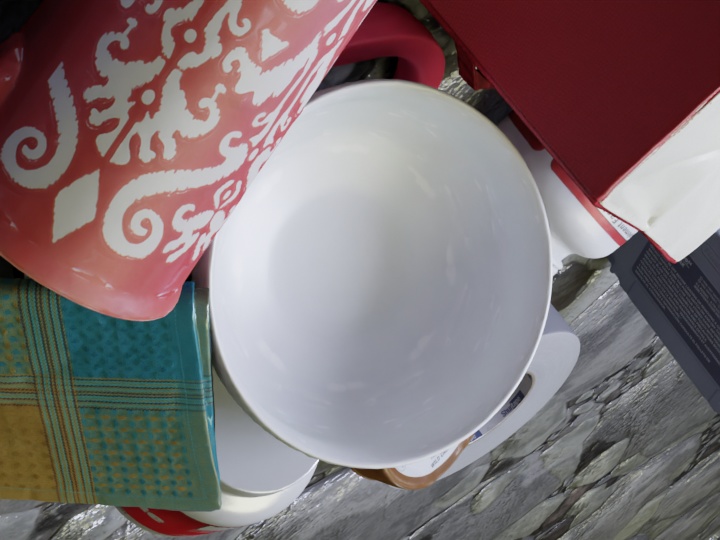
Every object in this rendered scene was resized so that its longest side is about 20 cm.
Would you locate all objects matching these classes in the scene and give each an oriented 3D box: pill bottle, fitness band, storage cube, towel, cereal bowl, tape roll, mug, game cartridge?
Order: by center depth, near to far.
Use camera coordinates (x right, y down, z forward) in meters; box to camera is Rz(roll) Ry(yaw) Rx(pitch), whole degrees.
[{"bbox_3d":[-0.088,-0.097,0.665,0.200,0.134,0.177,-50,154,17],"label":"mug"},{"bbox_3d":[-0.170,0.061,0.792,0.198,0.022,0.148,3,127,2],"label":"towel"},{"bbox_3d":[0.000,0.000,0.845,0.199,0.201,0.083,-29,-166,-17],"label":"cereal bowl"},{"bbox_3d":[0.161,-0.136,0.866,0.200,0.180,0.171,-43,155,11],"label":"storage cube"},{"bbox_3d":[-0.039,-0.082,0.874,0.199,0.037,0.144,-19,147,-36],"label":"fitness band"},{"bbox_3d":[-0.089,0.100,0.951,0.112,0.113,0.200,-25,177,-24],"label":"pill bottle"},{"bbox_3d":[0.160,-0.083,1.021,0.200,0.113,0.112,-41,155,10],"label":"pill bottle"},{"bbox_3d":[0.286,0.020,1.284,0.041,0.201,0.134,-20,151,-26],"label":"game cartridge"},{"bbox_3d":[0.085,0.094,1.310,0.199,0.066,0.201,-30,154,-16],"label":"tape roll"}]

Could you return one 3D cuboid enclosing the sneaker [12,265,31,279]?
[{"bbox_3d":[-0.165,0.018,0.841,0.070,0.090,0.202,-28,129,-37],"label":"sneaker"}]

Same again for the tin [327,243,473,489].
[{"bbox_3d":[0.021,0.045,0.960,0.112,0.042,0.201,-47,131,-34],"label":"tin"}]
